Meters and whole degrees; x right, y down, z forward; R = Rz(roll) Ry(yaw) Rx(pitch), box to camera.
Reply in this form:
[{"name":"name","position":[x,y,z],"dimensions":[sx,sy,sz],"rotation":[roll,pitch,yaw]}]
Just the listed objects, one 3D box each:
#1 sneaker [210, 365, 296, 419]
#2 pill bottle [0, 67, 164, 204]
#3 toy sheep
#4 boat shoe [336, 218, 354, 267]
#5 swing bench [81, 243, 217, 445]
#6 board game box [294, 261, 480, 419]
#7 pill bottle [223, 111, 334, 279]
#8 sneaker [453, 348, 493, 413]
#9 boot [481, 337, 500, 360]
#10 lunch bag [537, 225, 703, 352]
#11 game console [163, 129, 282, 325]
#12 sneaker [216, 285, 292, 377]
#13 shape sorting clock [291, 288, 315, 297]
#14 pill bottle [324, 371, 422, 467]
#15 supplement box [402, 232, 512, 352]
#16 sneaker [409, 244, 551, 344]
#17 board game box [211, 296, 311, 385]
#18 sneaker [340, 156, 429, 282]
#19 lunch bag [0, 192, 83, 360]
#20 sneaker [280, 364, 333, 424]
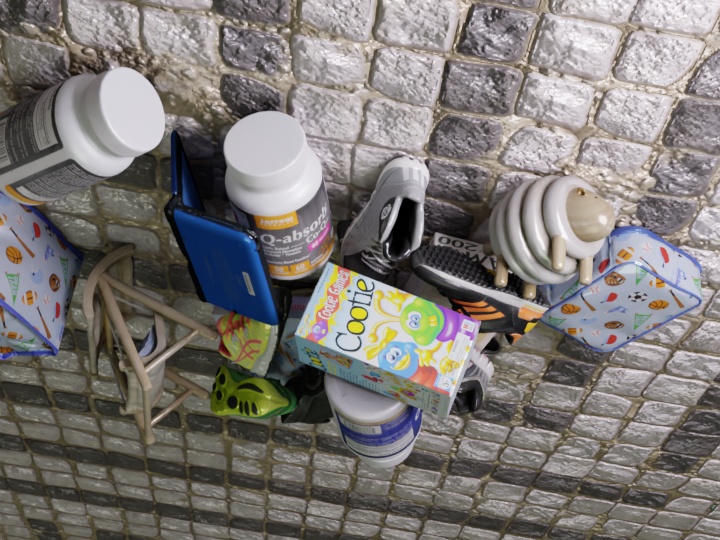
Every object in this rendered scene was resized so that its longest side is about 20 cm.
[{"name":"sneaker","position":[-0.161,0.187,1.620],"dimensions":[0.083,0.075,0.200],"rotation":[17,175,-32]},{"name":"pill bottle","position":[-0.325,-0.153,1.252],"dimensions":[0.199,0.117,0.116],"rotation":[-15,140,33]},{"name":"toy sheep","position":[0.213,-0.043,1.288],"dimensions":[0.138,0.139,0.199],"rotation":[33,149,-32]},{"name":"boat shoe","position":[0.000,0.000,1.470],"dimensions":[0.056,0.069,0.201],"rotation":[4,140,5]},{"name":"swing bench","position":[-0.319,0.107,1.579],"dimensions":[0.200,0.130,0.199],"rotation":[43,151,17]},{"name":"board game box","position":[0.033,0.086,1.343],"dimensions":[0.199,0.104,0.105],"rotation":[21,159,9]},{"name":"pill bottle","position":[-0.097,-0.087,1.312],"dimensions":[0.115,0.117,0.201],"rotation":[3,147,9]},{"name":"sneaker","position":[0.106,0.130,1.482],"dimensions":[0.073,0.088,0.200],"rotation":[-19,138,39]},{"name":"boot","position":[0.105,0.151,1.641],"dimensions":[0.199,0.068,0.131],"rotation":[-15,148,-14]},{"name":"lunch bag","position":[0.332,0.030,1.424],"dimensions":[0.160,0.076,0.200],"rotation":[24,144,-26]},{"name":"game console","position":[-0.163,-0.049,1.344],"dimensions":[0.170,0.119,0.200],"rotation":[19,151,18]},{"name":"sneaker","position":[-0.149,0.079,1.489],"dimensions":[0.090,0.079,0.200],"rotation":[20,144,-4]},{"name":"shape sorting clock","position":[-0.044,0.091,1.640],"dimensions":[0.198,0.039,0.201],"rotation":[10,145,7]},{"name":"pill bottle","position":[0.022,0.184,1.475],"dimensions":[0.119,0.120,0.200],"rotation":[3,149,9]},{"name":"supplement box","position":[0.127,0.041,1.489],"dimensions":[0.125,0.074,0.200],"rotation":[14,148,-9]},{"name":"sneaker","position":[0.134,0.039,1.343],"dimensions":[0.199,0.070,0.090],"rotation":[18,117,-27]},{"name":"board game box","position":[-0.092,0.109,1.611],"dimensions":[0.198,0.041,0.201],"rotation":[2,143,16]},{"name":"sneaker","position":[0.025,-0.029,1.316],"dimensions":[0.074,0.116,0.201],"rotation":[14,125,-11]},{"name":"lunch bag","position":[-0.487,0.000,1.496],"dimensions":[0.123,0.171,0.200],"rotation":[-8,145,16]},{"name":"sneaker","position":[-0.045,0.168,1.590],"dimensions":[0.090,0.076,0.200],"rotation":[13,150,-22]}]
